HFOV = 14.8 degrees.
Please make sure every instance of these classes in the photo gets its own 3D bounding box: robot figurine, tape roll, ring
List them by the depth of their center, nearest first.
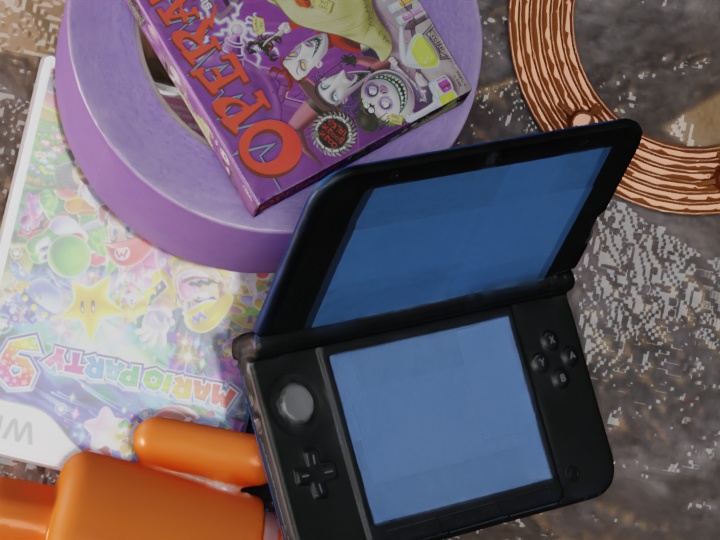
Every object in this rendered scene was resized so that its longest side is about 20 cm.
[{"bbox_3d":[-0.046,-0.105,1.337,0.199,0.085,0.201,2,77,-10],"label":"tape roll"},{"bbox_3d":[-0.092,0.155,1.338,0.199,0.117,0.144,16,57,-8],"label":"robot figurine"},{"bbox_3d":[0.174,-0.129,1.421,0.200,0.019,0.201,0,91,-8],"label":"ring"}]

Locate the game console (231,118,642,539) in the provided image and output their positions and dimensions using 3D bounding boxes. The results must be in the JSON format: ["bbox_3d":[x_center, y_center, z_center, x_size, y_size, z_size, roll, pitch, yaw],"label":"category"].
[{"bbox_3d":[0.053,0.035,1.316,0.200,0.118,0.171,-11,83,-34],"label":"game console"}]

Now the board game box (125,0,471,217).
[{"bbox_3d":[-0.049,-0.139,1.288,0.120,0.032,0.200,-30,84,-11],"label":"board game box"}]

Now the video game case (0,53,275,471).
[{"bbox_3d":[-0.113,0.005,1.383,0.143,0.018,0.201,13,89,-8],"label":"video game case"}]
